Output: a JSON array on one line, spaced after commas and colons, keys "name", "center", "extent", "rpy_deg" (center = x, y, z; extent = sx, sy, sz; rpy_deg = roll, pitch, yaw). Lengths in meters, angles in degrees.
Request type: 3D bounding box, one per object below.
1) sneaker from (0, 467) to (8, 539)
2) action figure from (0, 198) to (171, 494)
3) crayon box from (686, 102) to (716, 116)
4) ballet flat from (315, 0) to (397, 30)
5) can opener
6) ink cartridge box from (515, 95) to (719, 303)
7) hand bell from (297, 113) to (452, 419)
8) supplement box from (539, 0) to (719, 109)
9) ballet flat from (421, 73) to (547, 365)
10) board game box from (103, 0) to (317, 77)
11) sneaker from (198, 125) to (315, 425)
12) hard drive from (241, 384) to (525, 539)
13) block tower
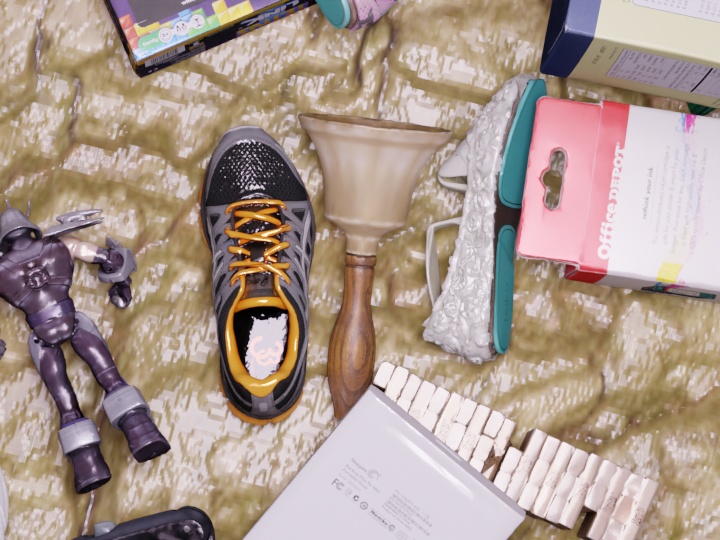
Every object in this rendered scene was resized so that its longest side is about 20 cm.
[{"name": "sneaker", "center": [-0.261, 0.158, 1.517], "extent": [0.075, 0.089, 0.200], "rpy_deg": [-15, 60, -9]}, {"name": "action figure", "center": [-0.199, 0.044, 1.569], "extent": [0.130, 0.069, 0.201], "rpy_deg": [-25, 82, 2]}, {"name": "crayon box", "center": [0.241, -0.220, 1.618], "extent": [0.119, 0.058, 0.200], "rpy_deg": [-26, 86, -5]}, {"name": "ballet flat", "center": [-0.040, -0.251, 1.554], "extent": [0.071, 0.069, 0.200], "rpy_deg": [-37, 90, -24]}, {"name": "can opener", "center": [-0.188, 0.202, 1.555], "extent": [0.199, 0.079, 0.064], "rpy_deg": [-15, 79, 8]}, {"name": "ink cartridge box", "center": [0.206, -0.045, 1.594], "extent": [0.199, 0.067, 0.117], "rpy_deg": [9, 83, -2]}, {"name": "hand bell", "center": [0.000, 0.000, 1.584], "extent": [0.104, 0.104, 0.201], "rpy_deg": [6, 97, -2]}, {"name": "supplement box", "center": [0.237, -0.214, 1.519], "extent": [0.199, 0.134, 0.201], "rpy_deg": [12, 84, -1]}, {"name": "ballet flat", "center": [0.077, -0.038, 1.591], "extent": [0.071, 0.072, 0.201], "rpy_deg": [10, 84, -2]}, {"name": "board game box", "center": [-0.094, -0.247, 1.606], "extent": [0.199, 0.057, 0.166], "rpy_deg": [-23, 84, -5]}, {"name": "sneaker", "center": [-0.065, 0.001, 1.572], "extent": [0.078, 0.077, 0.201], "rpy_deg": [-7, 83, -2]}, {"name": "hard drive", "center": [-0.006, 0.193, 1.550], "extent": [0.132, 0.026, 0.200], "rpy_deg": [39, 101, -1]}, {"name": "block tower", "center": [0.094, 0.126, 1.578], "extent": [0.199, 0.054, 0.058], "rpy_deg": [25, 83, 1]}]
